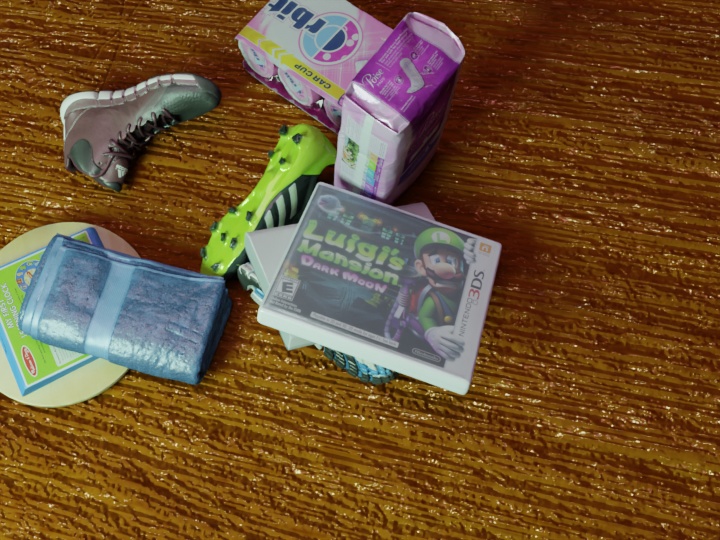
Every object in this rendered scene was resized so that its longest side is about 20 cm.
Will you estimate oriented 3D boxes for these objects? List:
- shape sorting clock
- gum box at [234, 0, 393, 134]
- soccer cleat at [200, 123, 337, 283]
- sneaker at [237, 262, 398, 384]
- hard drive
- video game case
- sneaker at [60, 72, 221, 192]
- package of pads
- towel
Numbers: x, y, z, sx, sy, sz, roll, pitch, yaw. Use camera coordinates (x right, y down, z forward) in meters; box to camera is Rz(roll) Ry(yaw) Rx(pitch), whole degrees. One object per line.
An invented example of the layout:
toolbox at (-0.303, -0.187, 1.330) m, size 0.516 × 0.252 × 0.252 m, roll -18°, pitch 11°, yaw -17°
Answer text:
shape sorting clock at (-0.315, 0.044, 0.965) m, size 0.195 × 0.039 × 0.204 m, roll 2°, pitch 66°, yaw -4°
gum box at (-0.038, -0.241, 1.036) m, size 0.199 × 0.066 × 0.114 m, roll 37°, pitch 74°, yaw 22°
soccer cleat at (-0.093, -0.059, 0.965) m, size 0.201 × 0.081 × 0.067 m, roll -54°, pitch 43°, yaw 5°
sneaker at (-0.028, 0.030, 0.913) m, size 0.199 × 0.075 × 0.087 m, roll 38°, pitch 68°, yaw 20°
hard drive at (0.000, 0.000, 0.893) m, size 0.196 × 0.027 × 0.133 m, roll -11°, pitch 52°, yaw -23°
video game case at (0.025, 0.009, 0.857) m, size 0.196 × 0.024 × 0.183 m, roll 18°, pitch 47°, yaw 3°
sneaker at (-0.248, -0.147, 1.031) m, size 0.196 × 0.076 × 0.118 m, roll -8°, pitch 69°, yaw 17°
package of pads at (0.035, -0.146, 0.906) m, size 0.075 × 0.201 × 0.121 m, roll 35°, pitch 70°, yaw 8°
towel at (-0.236, 0.039, 0.925) m, size 0.196 × 0.049 × 0.114 m, roll 16°, pitch 66°, yaw 1°
